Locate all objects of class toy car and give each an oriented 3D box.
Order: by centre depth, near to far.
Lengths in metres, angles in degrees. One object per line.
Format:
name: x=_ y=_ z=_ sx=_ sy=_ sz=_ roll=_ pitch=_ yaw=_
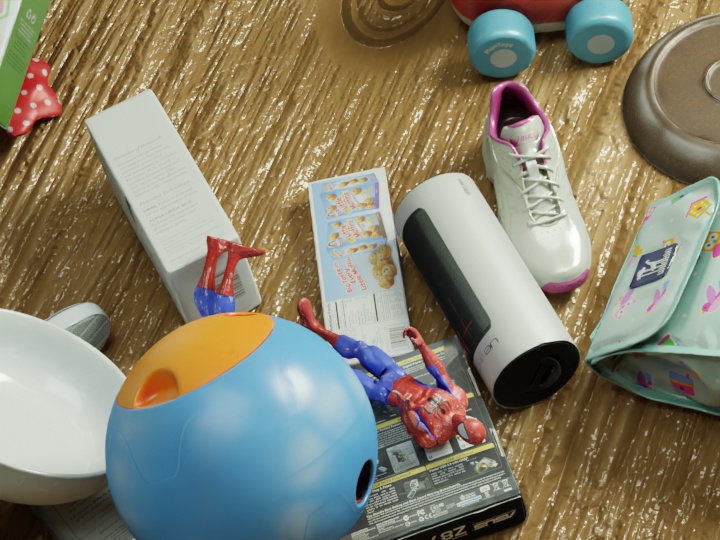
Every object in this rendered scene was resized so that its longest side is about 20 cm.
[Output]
toy car: x=0.156 y=-0.311 z=1.741 sx=0.176 sy=0.200 sz=0.185 roll=-7 pitch=54 yaw=8

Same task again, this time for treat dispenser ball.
treat dispenser ball: x=-0.087 y=0.131 z=1.423 sx=0.200 sy=0.201 sz=0.202 roll=-6 pitch=54 yaw=8

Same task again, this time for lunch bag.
lunch bag: x=0.289 y=0.023 z=1.524 sx=0.199 sy=0.122 sz=0.171 roll=10 pitch=60 yaw=29

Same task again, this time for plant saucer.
plant saucer: x=0.328 y=-0.158 z=1.699 sx=0.199 sy=0.032 sz=0.201 roll=-6 pitch=54 yaw=8

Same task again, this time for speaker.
speaker: x=0.103 y=0.015 z=1.595 sx=0.081 sy=0.081 sz=0.200 roll=-25 pitch=54 yaw=-5

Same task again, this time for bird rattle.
bird rattle: x=-0.390 y=-0.180 z=1.862 sx=0.163 sy=0.113 sz=0.200 roll=-42 pitch=69 yaw=-4

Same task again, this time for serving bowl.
serving bowl: x=-0.270 y=0.114 z=1.502 sx=0.199 sy=0.066 sz=0.200 roll=23 pitch=28 yaw=-13

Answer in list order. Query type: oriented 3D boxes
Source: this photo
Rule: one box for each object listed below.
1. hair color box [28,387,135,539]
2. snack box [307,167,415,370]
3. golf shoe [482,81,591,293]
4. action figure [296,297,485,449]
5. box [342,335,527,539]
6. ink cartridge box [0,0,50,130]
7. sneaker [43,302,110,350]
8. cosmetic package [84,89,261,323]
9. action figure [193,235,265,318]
hair color box: x=-0.224 y=0.165 z=1.574 sx=0.099 sy=0.061 sz=0.200 roll=-36 pitch=56 yaw=-14
snack box: x=0.000 y=0.000 z=1.664 sx=0.072 sy=0.024 sz=0.201 roll=-12 pitch=53 yaw=5
golf shoe: x=0.143 y=-0.073 z=1.643 sx=0.075 sy=0.092 sz=0.201 roll=-17 pitch=54 yaw=-1
action figure: x=0.013 y=0.073 z=1.509 sx=0.200 sy=0.099 sz=0.065 roll=29 pitch=65 yaw=27
box: x=0.012 y=0.155 z=1.535 sx=0.199 sy=0.049 sz=0.162 roll=-21 pitch=55 yaw=-2
ink cartridge box: x=-0.348 y=-0.239 z=1.781 sx=0.103 sy=0.059 sz=0.201 roll=13 pitch=77 yaw=15
sneaker: x=-0.306 y=0.083 z=1.645 sx=0.200 sy=0.073 sz=0.071 roll=-36 pitch=56 yaw=-14
cosmetic package: x=-0.164 y=-0.051 z=1.691 sx=0.074 sy=0.102 sz=0.200 roll=-27 pitch=53 yaw=-10
action figure: x=-0.119 y=0.076 z=1.576 sx=0.065 sy=0.052 sz=0.201 roll=16 pitch=92 yaw=52
